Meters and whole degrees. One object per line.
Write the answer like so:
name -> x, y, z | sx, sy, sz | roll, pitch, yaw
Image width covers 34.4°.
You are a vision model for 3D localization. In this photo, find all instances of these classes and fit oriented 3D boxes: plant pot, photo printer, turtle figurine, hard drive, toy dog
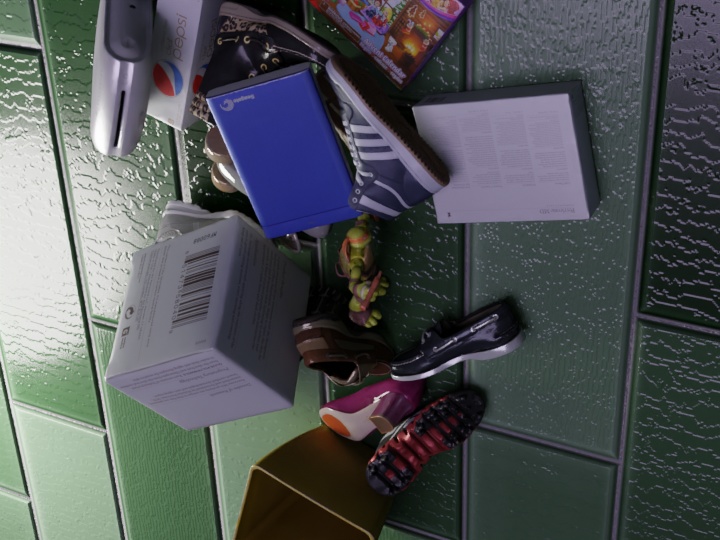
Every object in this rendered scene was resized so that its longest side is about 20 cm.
plant pot -> -0.050, 0.346, 1.683 | 0.198, 0.176, 0.202 | 27, 127, 14
photo printer -> -0.304, -0.258, 1.475 | 0.068, 0.202, 0.168 | 5, 137, -16
turtle figurine -> 0.000, 0.000, 1.472 | 0.063, 0.202, 0.162 | -3, 142, 4
hard drive -> -0.088, -0.139, 1.393 | 0.130, 0.026, 0.202 | -13, 122, 15
toy dog -> -0.111, -0.127, 1.511 | 0.199, 0.097, 0.132 | 41, 158, -9

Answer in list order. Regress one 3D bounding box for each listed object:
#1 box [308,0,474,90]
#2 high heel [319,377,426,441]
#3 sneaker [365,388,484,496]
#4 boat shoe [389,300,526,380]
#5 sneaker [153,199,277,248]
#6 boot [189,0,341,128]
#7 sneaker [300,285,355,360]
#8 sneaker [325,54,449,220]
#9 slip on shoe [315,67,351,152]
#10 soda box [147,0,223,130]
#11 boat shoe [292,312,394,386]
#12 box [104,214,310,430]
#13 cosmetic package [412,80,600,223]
box -> 0.019, -0.329, 1.348 | 0.200, 0.039, 0.137 | 43, 129, 2
high heel -> 0.018, 0.187, 1.650 | 0.199, 0.096, 0.068 | -6, 126, 54
sneaker -> 0.089, 0.222, 1.600 | 0.200, 0.098, 0.071 | -42, 99, 16
boat shoe -> 0.117, 0.089, 1.511 | 0.198, 0.076, 0.061 | -21, 106, 25
sneaker -> -0.200, -0.036, 1.606 | 0.197, 0.083, 0.075 | 11, 155, 33
boot -> -0.122, -0.233, 1.409 | 0.198, 0.073, 0.153 | 27, 97, 33
sneaker -> -0.082, 0.080, 1.628 | 0.198, 0.079, 0.090 | -5, 125, 39
sneaker -> 0.003, -0.148, 1.362 | 0.108, 0.070, 0.200 | -36, 102, 28
slip on shoe -> 0.013, -0.168, 1.431 | 0.076, 0.061, 0.200 | -40, 96, 21
soda box -> -0.228, -0.288, 1.503 | 0.067, 0.064, 0.202 | 27, 127, 15
boat shoe -> -0.022, 0.118, 1.534 | 0.075, 0.199, 0.075 | -21, 62, 29
box -> -0.195, 0.074, 1.523 | 0.198, 0.202, 0.171 | -17, 141, 32
cosmetic package -> 0.171, -0.135, 1.361 | 0.197, 0.052, 0.153 | 0, 115, 31
